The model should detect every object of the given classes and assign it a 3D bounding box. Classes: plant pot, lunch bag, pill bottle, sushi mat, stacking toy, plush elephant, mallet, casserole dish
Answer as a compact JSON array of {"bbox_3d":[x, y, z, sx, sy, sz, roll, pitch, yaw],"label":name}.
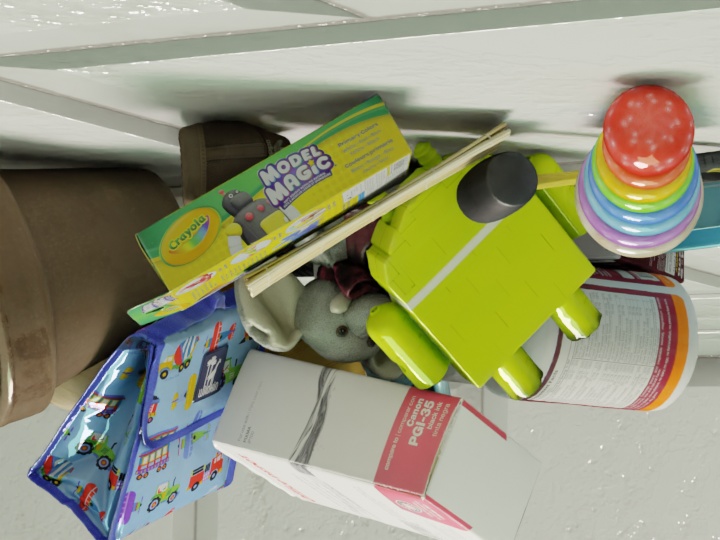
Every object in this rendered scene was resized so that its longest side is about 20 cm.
[{"bbox_3d":[-0.221,-0.001,1.721,0.174,0.201,0.200,-15,-179,-24],"label":"plant pot"},{"bbox_3d":[-0.143,0.087,1.750,0.094,0.200,0.150,38,-146,21],"label":"lunch bag"},{"bbox_3d":[0.151,0.048,1.791,0.200,0.110,0.110,7,172,-26],"label":"pill bottle"},{"bbox_3d":[0.010,-0.040,1.521,0.200,0.012,0.096,-31,178,-2],"label":"sushi mat"},{"bbox_3d":[0.177,-0.066,1.441,0.085,0.086,0.200,1,170,4],"label":"stacking toy"},{"bbox_3d":[0.000,0.000,1.705,0.164,0.155,0.200,5,172,-34],"label":"plush elephant"},{"bbox_3d":[0.166,-0.067,1.566,0.200,0.041,0.066,-9,173,-11],"label":"mallet"},{"bbox_3d":[0.284,-0.044,1.730,0.200,0.039,0.121,-8,172,9],"label":"casserole dish"}]

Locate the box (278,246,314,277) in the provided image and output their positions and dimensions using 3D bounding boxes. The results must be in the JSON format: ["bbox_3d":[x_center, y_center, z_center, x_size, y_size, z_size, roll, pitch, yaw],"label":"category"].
[{"bbox_3d":[-0.026,-0.029,1.948,0.157,0.051,0.200,0,173,10],"label":"box"}]

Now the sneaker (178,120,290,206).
[{"bbox_3d":[-0.082,-0.058,1.586,0.075,0.071,0.200,-3,175,-1],"label":"sneaker"}]

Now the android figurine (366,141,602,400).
[{"bbox_3d":[0.083,-0.004,1.635,0.200,0.182,0.041,46,175,-27],"label":"android figurine"}]

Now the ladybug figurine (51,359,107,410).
[{"bbox_3d":[-0.222,0.039,1.872,0.072,0.136,0.200,17,-163,-44],"label":"ladybug figurine"}]

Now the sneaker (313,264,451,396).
[{"bbox_3d":[0.029,0.054,1.824,0.074,0.200,0.082,-31,-157,-12],"label":"sneaker"}]

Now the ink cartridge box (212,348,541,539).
[{"bbox_3d":[0.012,0.136,1.739,0.200,0.083,0.146,12,164,35],"label":"ink cartridge box"}]

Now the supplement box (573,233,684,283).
[{"bbox_3d":[0.186,-0.028,1.876,0.109,0.061,0.200,0,173,22],"label":"supplement box"}]

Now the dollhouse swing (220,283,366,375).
[{"bbox_3d":[-0.088,0.013,1.918,0.182,0.176,0.200,-29,-159,-30],"label":"dollhouse swing"}]

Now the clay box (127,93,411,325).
[{"bbox_3d":[-0.065,-0.034,1.461,0.200,0.048,0.115,-29,175,-4],"label":"clay box"}]
